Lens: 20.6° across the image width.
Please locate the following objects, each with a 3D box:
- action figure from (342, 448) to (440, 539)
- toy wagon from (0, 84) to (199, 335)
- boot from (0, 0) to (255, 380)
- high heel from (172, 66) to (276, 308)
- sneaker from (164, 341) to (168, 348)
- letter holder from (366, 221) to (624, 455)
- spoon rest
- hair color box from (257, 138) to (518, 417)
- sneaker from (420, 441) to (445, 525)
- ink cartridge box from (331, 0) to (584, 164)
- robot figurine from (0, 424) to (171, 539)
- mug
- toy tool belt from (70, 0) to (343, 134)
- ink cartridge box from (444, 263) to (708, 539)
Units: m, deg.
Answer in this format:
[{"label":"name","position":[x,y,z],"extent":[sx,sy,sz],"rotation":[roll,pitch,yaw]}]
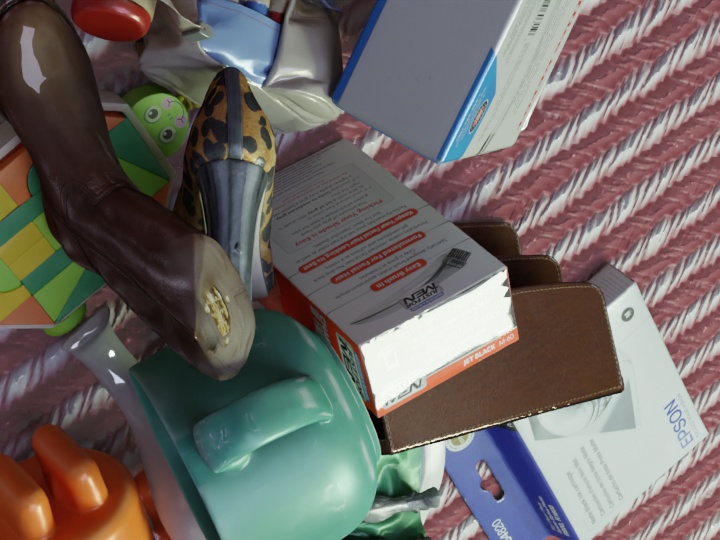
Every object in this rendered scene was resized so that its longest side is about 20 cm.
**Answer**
[{"label":"action figure","position":[-0.041,0.185,1.341],"extent":[0.199,0.055,0.119],"rotation":[-6,90,-23]},{"label":"toy wagon","position":[-0.177,-0.054,1.233],"extent":[0.200,0.040,0.155],"rotation":[-40,131,-8]},{"label":"boot","position":[-0.132,-0.048,1.108],"extent":[0.064,0.200,0.187],"rotation":[-29,128,-18]},{"label":"high heel","position":[-0.086,-0.052,1.222],"extent":[0.071,0.200,0.144],"rotation":[1,94,-12]},{"label":"sneaker","position":[-0.074,0.084,1.366],"extent":[0.077,0.078,0.201],"rotation":[-39,135,-28]},{"label":"letter holder","position":[0.064,0.038,1.373],"extent":[0.199,0.100,0.143],"rotation":[-12,91,-31]},{"label":"spoon rest","position":[-0.115,0.110,1.294],"extent":[0.099,0.061,0.200],"rotation":[-41,94,-10]},{"label":"hair color box","position":[0.000,0.000,1.276],"extent":[0.110,0.200,0.064],"rotation":[-27,128,-18]},{"label":"sneaker","position":[0.006,0.160,1.455],"extent":[0.082,0.074,0.201],"rotation":[-6,117,-34]},{"label":"ink cartridge box","position":[0.073,-0.154,1.250],"extent":[0.147,0.084,0.200],"rotation":[-64,169,13]},{"label":"robot figurine","position":[-0.191,0.201,1.319],"extent":[0.144,0.116,0.201],"rotation":[-67,151,-48]},{"label":"mug","position":[-0.052,0.105,1.182],"extent":[0.114,0.185,0.153],"rotation":[-26,114,-11]},{"label":"toy tool belt","position":[-0.087,-0.170,1.196],"extent":[0.200,0.124,0.124],"rotation":[27,65,-44]},{"label":"ink cartridge box","position":[0.166,0.127,1.565],"extent":[0.200,0.041,0.200],"rotation":[-40,130,-8]}]
